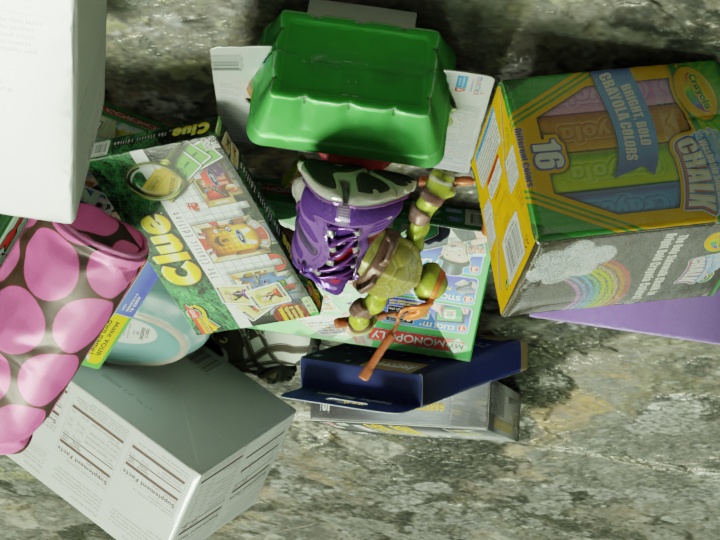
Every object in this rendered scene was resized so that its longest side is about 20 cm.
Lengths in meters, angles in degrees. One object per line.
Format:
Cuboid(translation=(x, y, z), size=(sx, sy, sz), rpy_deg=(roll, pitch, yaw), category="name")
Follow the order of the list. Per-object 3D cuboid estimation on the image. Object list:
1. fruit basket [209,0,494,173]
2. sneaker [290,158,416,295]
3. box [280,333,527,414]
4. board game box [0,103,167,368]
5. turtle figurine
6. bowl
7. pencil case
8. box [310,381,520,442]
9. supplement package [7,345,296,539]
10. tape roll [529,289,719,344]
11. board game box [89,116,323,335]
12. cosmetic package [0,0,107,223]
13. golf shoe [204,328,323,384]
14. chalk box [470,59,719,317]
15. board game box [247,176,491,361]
Cuboid(translation=(-0.007, -0.114, 1.387), size=(0.184, 0.094, 0.200), rpy_deg=(8, 171, 1), category="fruit basket")
Cuboid(translation=(-0.010, -0.027, 1.386), size=(0.080, 0.084, 0.200), rpy_deg=(8, 174, -3), category="sneaker")
Cuboid(translation=(0.037, 0.080, 1.683), size=(0.121, 0.033, 0.200), rpy_deg=(6, -167, 34), category="box")
Cuboid(translation=(-0.203, -0.026, 1.502), size=(0.134, 0.029, 0.200), rpy_deg=(19, 115, -36), category="board game box")
Cuboid(translation=(0.001, -0.007, 1.535), size=(0.161, 0.064, 0.200), rpy_deg=(26, 120, -12), category="turtle figurine")
Cuboid(translation=(-0.189, 0.009, 1.653), size=(0.200, 0.105, 0.201), rpy_deg=(7, 156, 3), category="bowl")
Cuboid(translation=(-0.235, 0.036, 1.451), size=(0.094, 0.200, 0.091), rpy_deg=(40, -162, 11), category="pencil case")
Cuboid(translation=(0.054, 0.123, 1.829), size=(0.158, 0.049, 0.200), rpy_deg=(3, 173, 12), category="box")
Cuboid(translation=(-0.187, 0.131, 1.730), size=(0.200, 0.156, 0.111), rpy_deg=(34, 120, 17), category="supplement package")
Cuboid(translation=(0.228, 0.018, 1.511), size=(0.199, 0.066, 0.200), rpy_deg=(8, 179, 0), category="tape roll")
Cuboid(translation=(-0.111, -0.028, 1.472), size=(0.104, 0.024, 0.200), rpy_deg=(-8, 137, 21), category="board game box")
Cuboid(translation=(-0.263, -0.151, 1.257), size=(0.199, 0.123, 0.200), rpy_deg=(8, 140, -2), category="cosmetic package")
Cuboid(translation=(-0.084, 0.045, 1.734), size=(0.094, 0.078, 0.200), rpy_deg=(14, 153, -14), category="golf shoe")
Cuboid(translation=(0.188, -0.057, 1.358), size=(0.199, 0.124, 0.125), rpy_deg=(-6, 156, -11), category="chalk box")
Cuboid(translation=(0.000, 0.000, 1.604), size=(0.199, 0.029, 0.135), rpy_deg=(9, 130, -2), category="board game box")
